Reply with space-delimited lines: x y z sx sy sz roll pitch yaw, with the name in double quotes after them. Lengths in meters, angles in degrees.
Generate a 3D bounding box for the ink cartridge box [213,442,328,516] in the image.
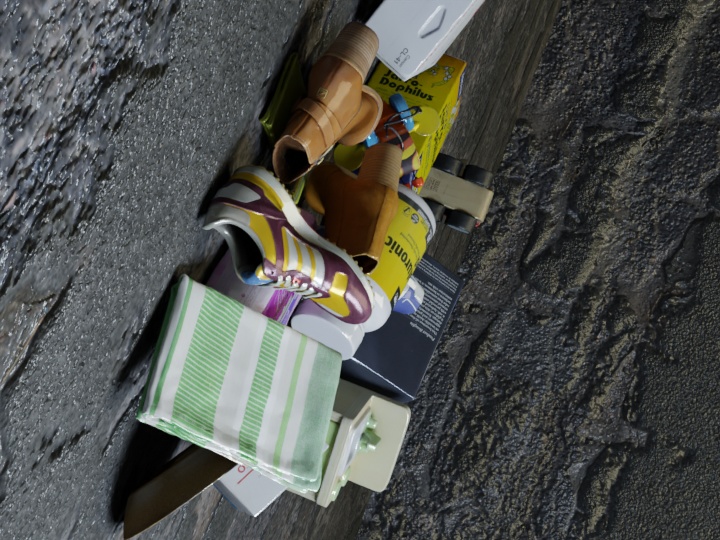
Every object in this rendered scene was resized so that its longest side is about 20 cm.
-0.109 0.213 1.385 0.116 0.067 0.200 -42 -176 -15 "ink cartridge box"

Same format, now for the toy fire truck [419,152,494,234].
0.112 -0.137 1.882 0.200 0.175 0.130 115 -5 -87 "toy fire truck"

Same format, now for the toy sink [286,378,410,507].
-0.053 0.217 1.591 0.112 0.198 0.131 -42 151 -69 "toy sink"

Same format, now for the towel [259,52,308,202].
-0.074 -0.148 1.307 0.200 0.018 0.087 78 28 -70 "towel"

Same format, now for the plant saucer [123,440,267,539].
-0.162 0.194 1.222 0.200 0.036 0.200 -36 180 0 "plant saucer"

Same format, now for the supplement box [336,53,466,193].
0.053 -0.191 1.617 0.109 0.109 0.201 96 17 -54 "supplement box"

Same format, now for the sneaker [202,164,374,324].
-0.072 -0.003 1.182 0.075 0.200 0.090 -24 -154 49 "sneaker"

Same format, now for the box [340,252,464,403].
0.020 0.088 1.735 0.200 0.123 0.199 -27 -148 59 "box"

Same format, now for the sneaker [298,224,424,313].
-0.020 0.031 1.526 0.199 0.080 0.116 29 73 -38 "sneaker"

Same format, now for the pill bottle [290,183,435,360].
0.000 0.000 1.414 0.201 0.111 0.112 -59 166 -29 "pill bottle"

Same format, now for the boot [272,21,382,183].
-0.041 -0.149 1.280 0.155 0.073 0.200 -61 168 -23 "boot"

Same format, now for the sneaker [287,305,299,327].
-0.102 0.119 1.401 0.200 0.074 0.107 -49 132 -66 "sneaker"

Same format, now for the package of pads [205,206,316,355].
-0.115 0.034 1.262 0.121 0.075 0.201 99 15 -54 "package of pads"

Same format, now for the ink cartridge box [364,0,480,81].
0.087 -0.318 1.477 0.148 0.086 0.200 -49 179 18 "ink cartridge box"

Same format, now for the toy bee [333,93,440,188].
0.031 -0.146 1.451 0.200 0.130 0.109 -76 148 -65 "toy bee"

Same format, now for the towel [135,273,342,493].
-0.106 0.107 1.147 0.023 0.199 0.154 -23 -133 47 "towel"

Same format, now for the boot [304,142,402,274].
-0.024 -0.046 1.323 0.201 0.070 0.145 -25 -135 59 "boot"
